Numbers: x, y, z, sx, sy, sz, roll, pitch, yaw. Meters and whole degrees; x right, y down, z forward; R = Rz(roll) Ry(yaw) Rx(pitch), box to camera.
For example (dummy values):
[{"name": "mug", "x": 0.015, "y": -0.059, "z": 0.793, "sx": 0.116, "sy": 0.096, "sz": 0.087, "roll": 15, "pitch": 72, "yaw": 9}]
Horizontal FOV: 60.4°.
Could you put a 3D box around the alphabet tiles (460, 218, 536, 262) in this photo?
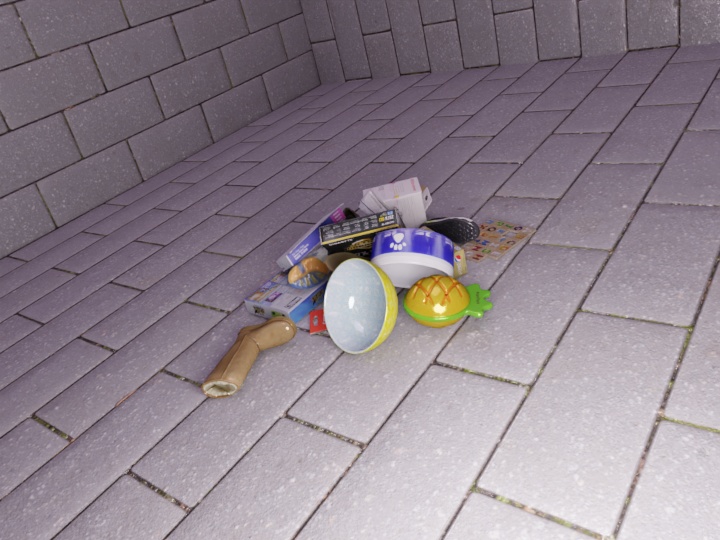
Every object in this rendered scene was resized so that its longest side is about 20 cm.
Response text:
[{"name": "alphabet tiles", "x": 0.341, "y": -0.080, "z": 1.641, "sx": 0.197, "sy": 0.008, "sz": 0.165, "roll": -32, "pitch": 31, "yaw": -27}]

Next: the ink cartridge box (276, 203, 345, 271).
[{"name": "ink cartridge box", "x": -0.127, "y": -0.084, "z": 1.637, "sx": 0.196, "sy": 0.044, "sz": 0.199, "roll": -44, "pitch": 9, "yaw": -16}]

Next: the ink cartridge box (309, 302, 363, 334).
[{"name": "ink cartridge box", "x": -0.036, "y": 0.084, "z": 1.500, "sx": 0.193, "sy": 0.052, "sz": 0.110, "roll": -15, "pitch": 26, "yaw": 2}]

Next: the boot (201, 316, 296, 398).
[{"name": "boot", "x": -0.246, "y": 0.198, "z": 1.401, "sx": 0.171, "sy": 0.067, "sz": 0.201, "roll": -18, "pitch": 24, "yaw": 26}]

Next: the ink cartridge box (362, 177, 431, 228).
[{"name": "ink cartridge box", "x": 0.114, "y": -0.179, "z": 1.817, "sx": 0.193, "sy": 0.129, "sz": 0.130, "roll": -12, "pitch": 27, "yaw": 5}]

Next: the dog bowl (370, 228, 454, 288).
[{"name": "dog bowl", "x": 0.119, "y": -0.024, "z": 1.425, "sx": 0.194, "sy": 0.199, "sz": 0.082, "roll": -2, "pitch": 71, "yaw": 26}]

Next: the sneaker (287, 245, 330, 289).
[{"name": "sneaker", "x": -0.119, "y": -0.011, "z": 1.623, "sx": 0.198, "sy": 0.077, "sz": 0.087, "roll": -33, "pitch": 15, "yaw": -32}]

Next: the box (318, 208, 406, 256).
[{"name": "box", "x": 0.014, "y": -0.083, "z": 1.517, "sx": 0.193, "sy": 0.051, "sz": 0.160, "roll": -12, "pitch": -16, "yaw": 12}]

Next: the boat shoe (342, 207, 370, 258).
[{"name": "boat shoe", "x": -0.002, "y": -0.083, "z": 1.637, "sx": 0.072, "sy": 0.065, "sz": 0.202, "roll": -31, "pitch": 59, "yaw": -7}]

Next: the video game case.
[{"name": "video game case", "x": -0.179, "y": 0.057, "z": 1.636, "sx": 0.177, "sy": 0.047, "sz": 0.199, "roll": 11, "pitch": 38, "yaw": 40}]

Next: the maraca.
[{"name": "maraca", "x": 0.189, "y": 0.066, "z": 1.352, "sx": 0.192, "sy": 0.110, "sz": 0.139, "roll": -2, "pitch": 36, "yaw": 7}]

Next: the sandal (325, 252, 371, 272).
[{"name": "sandal", "x": 0.002, "y": 0.004, "z": 1.544, "sx": 0.205, "sy": 0.071, "sz": 0.079, "roll": -4, "pitch": 49, "yaw": -27}]

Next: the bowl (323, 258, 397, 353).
[{"name": "bowl", "x": 0.020, "y": 0.079, "z": 1.376, "sx": 0.106, "sy": 0.208, "sz": 0.197, "roll": 5, "pitch": 6, "yaw": -45}]

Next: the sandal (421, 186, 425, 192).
[{"name": "sandal", "x": 0.115, "y": -0.244, "z": 1.981, "sx": 0.207, "sy": 0.072, "sz": 0.077, "roll": -25, "pitch": 28, "yaw": -15}]

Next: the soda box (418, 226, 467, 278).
[{"name": "soda box", "x": 0.193, "y": -0.045, "z": 1.592, "sx": 0.062, "sy": 0.070, "sz": 0.200, "roll": -23, "pitch": 28, "yaw": -14}]

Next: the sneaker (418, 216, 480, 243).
[{"name": "sneaker", "x": 0.247, "y": -0.124, "z": 1.695, "sx": 0.196, "sy": 0.074, "sz": 0.082, "roll": 4, "pitch": 30, "yaw": 41}]

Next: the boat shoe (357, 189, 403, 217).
[{"name": "boat shoe", "x": 0.085, "y": -0.145, "z": 1.711, "sx": 0.066, "sy": 0.197, "sz": 0.074, "roll": -52, "pitch": 9, "yaw": 15}]
